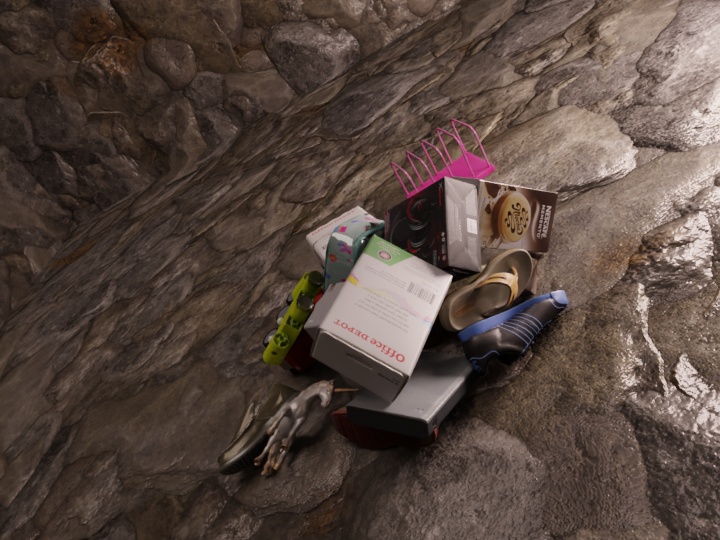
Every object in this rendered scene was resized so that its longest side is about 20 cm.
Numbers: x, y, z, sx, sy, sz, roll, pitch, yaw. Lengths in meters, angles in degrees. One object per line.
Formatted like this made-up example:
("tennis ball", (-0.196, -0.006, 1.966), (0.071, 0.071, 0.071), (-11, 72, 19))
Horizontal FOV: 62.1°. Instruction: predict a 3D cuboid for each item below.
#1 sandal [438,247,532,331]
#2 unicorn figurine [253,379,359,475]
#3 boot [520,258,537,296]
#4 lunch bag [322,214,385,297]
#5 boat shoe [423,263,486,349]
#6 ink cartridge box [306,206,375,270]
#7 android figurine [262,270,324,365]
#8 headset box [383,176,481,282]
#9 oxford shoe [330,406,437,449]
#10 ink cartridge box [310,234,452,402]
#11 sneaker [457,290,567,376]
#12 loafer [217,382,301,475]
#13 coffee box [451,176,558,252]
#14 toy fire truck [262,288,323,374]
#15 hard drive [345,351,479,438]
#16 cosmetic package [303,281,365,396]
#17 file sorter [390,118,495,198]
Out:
("sandal", (0.212, 0.036, 0.960), (0.198, 0.082, 0.054), (-31, 16, -22))
("unicorn figurine", (-0.112, 0.260, 1.019), (0.199, 0.074, 0.138), (-41, 5, 36))
("boot", (0.234, -0.005, 1.109), (0.197, 0.064, 0.189), (-20, 41, 26))
("lunch bag", (0.000, 0.000, 1.116), (0.076, 0.204, 0.160), (18, 26, 26))
("boat shoe", (0.152, 0.063, 1.028), (0.198, 0.074, 0.063), (-34, 24, 0))
("ink cartridge box", (-0.023, -0.051, 1.285), (0.143, 0.085, 0.200), (-29, 23, -7))
("android figurine", (-0.125, 0.090, 1.075), (0.201, 0.041, 0.184), (-54, 11, 46))
("headset box", (0.111, -0.049, 1.022), (0.199, 0.074, 0.152), (-24, 61, 55))
("oxford shoe", (0.043, 0.237, 0.962), (0.196, 0.072, 0.075), (-4, 28, 32))
("ink cartridge box", (0.034, 0.068, 0.892), (0.201, 0.143, 0.088), (-59, -6, -40))
("sneaker", (0.252, 0.098, 0.948), (0.196, 0.079, 0.070), (-21, -13, -12))
("loafer", (-0.191, 0.285, 1.092), (0.069, 0.076, 0.200), (36, 57, 17))
("coffee box", (0.251, -0.098, 1.068), (0.196, 0.116, 0.079), (2, 10, -33))
("toy fire truck", (-0.070, 0.115, 1.207), (0.198, 0.129, 0.178), (-20, 31, 42))
("hard drive", (0.088, 0.183, 0.922), (0.137, 0.034, 0.199), (1, 18, 34))
("cosmetic package", (0.003, 0.124, 1.015), (0.089, 0.201, 0.108), (-7, 39, 38))
("file sorter", (0.191, -0.254, 1.441), (0.198, 0.126, 0.139), (-35, 29, -1))
